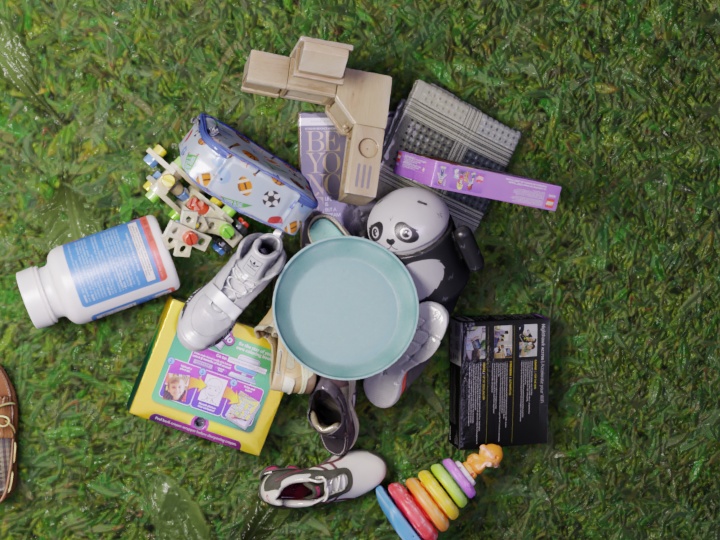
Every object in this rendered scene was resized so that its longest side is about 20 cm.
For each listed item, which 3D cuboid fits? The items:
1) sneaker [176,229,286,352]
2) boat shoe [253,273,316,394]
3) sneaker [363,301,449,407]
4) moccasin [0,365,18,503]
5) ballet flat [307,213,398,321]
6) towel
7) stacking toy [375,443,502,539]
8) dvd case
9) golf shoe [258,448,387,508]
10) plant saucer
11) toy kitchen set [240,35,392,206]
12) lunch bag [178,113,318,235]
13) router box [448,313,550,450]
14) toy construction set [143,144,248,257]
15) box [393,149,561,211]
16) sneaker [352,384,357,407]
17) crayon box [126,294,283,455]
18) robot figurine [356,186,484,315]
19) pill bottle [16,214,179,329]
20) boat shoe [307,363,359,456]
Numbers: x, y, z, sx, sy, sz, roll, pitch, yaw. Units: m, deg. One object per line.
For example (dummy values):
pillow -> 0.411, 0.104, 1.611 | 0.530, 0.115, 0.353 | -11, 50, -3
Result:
sneaker -> -0.173, 0.020, 1.491 | 0.075, 0.115, 0.200 | 40, 58, -1
boat shoe -> -0.111, 0.079, 1.525 | 0.076, 0.072, 0.200 | 1, 52, -17
sneaker -> 0.073, 0.113, 1.590 | 0.077, 0.082, 0.200 | 44, 124, 14
moccasin -> -0.507, 0.219, 1.485 | 0.074, 0.078, 0.201 | 1, 96, -14
ballet flat -> 0.000, 0.000, 1.555 | 0.067, 0.062, 0.200 | -35, 85, 12
towel -> 0.120, -0.162, 1.615 | 0.200, 0.035, 0.193 | 25, 93, -24
stacking toy -> 0.131, 0.325, 1.636 | 0.200, 0.110, 0.116 | -38, 106, -4
dvd case -> -0.017, -0.132, 1.597 | 0.149, 0.016, 0.200 | -2, 97, -13
golf shoe -> -0.049, 0.318, 1.607 | 0.200, 0.088, 0.077 | -10, 97, -14
plant saucer -> -0.021, 0.053, 1.487 | 0.200, 0.036, 0.200 | 1, 76, -5
toy kitchen set -> -0.061, -0.204, 1.482 | 0.200, 0.163, 0.181 | 9, 83, -12
lunch bag -> -0.157, -0.136, 1.490 | 0.200, 0.160, 0.076 | 33, 105, -21
router box -> 0.213, 0.170, 1.671 | 0.149, 0.051, 0.200 | -1, 97, -16
toy construction set -> -0.227, -0.084, 1.472 | 0.092, 0.200, 0.131 | -39, 127, 7
box -> 0.164, -0.129, 1.546 | 0.200, 0.137, 0.039 | 9, 99, -23
sneaker -> -0.008, 0.109, 1.602 | 0.115, 0.076, 0.200 | -29, 122, -34
crayon box -> -0.210, 0.150, 1.561 | 0.200, 0.058, 0.173 | 22, 88, -15
robot figurine -> 0.085, -0.024, 1.563 | 0.150, 0.125, 0.200 | -26, 126, -5
pill bottle -> -0.357, 0.007, 1.480 | 0.200, 0.112, 0.112 | -20, 101, -12
boat shoe -> -0.044, 0.206, 1.558 | 0.072, 0.200, 0.065 | 24, 50, 18
